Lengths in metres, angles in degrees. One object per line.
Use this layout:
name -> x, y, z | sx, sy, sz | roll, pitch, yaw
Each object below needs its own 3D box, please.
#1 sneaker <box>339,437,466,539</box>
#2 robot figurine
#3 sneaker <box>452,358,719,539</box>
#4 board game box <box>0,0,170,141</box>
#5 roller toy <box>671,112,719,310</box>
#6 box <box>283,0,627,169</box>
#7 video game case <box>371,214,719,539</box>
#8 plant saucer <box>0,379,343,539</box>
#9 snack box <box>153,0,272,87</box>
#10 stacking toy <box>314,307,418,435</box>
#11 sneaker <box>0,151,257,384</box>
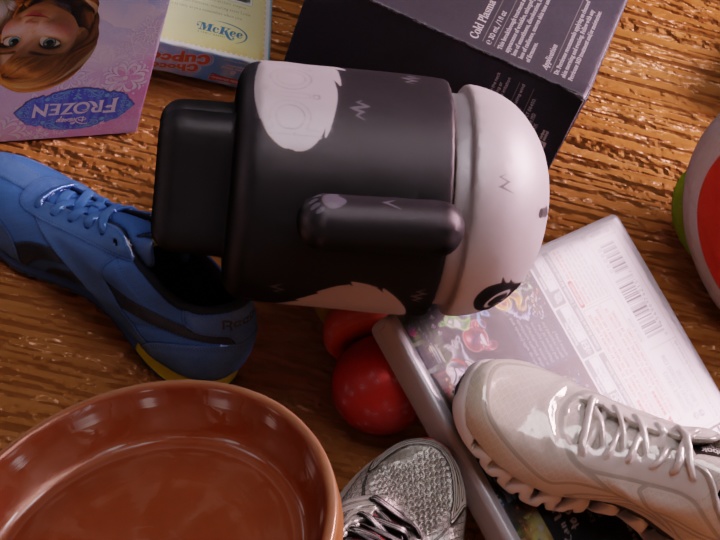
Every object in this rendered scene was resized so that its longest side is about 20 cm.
sneaker -> 0.004, 0.156, 0.875 | 0.078, 0.082, 0.200 | 27, 50, 4
robot figurine -> -0.005, -0.038, 0.930 | 0.200, 0.125, 0.150 | 5, 51, -7
sneaker -> 0.141, 0.096, 0.937 | 0.200, 0.081, 0.075 | 28, 58, -13
board game box -> -0.202, -0.151, 1.002 | 0.200, 0.200, 0.041 | -7, 52, -25
roller toy -> 0.303, -0.039, 1.104 | 0.140, 0.183, 0.200 | -29, 64, -39
box -> 0.070, -0.168, 1.189 | 0.182, 0.104, 0.200 | 26, 45, 2
video game case -> 0.123, 0.084, 0.995 | 0.182, 0.023, 0.200 | -23, 80, -36
plant saucer -> -0.104, 0.133, 0.848 | 0.200, 0.032, 0.200 | -10, 40, 9
snack box -> -0.152, -0.188, 1.133 | 0.200, 0.037, 0.116 | 11, 64, -21
stacking toy -> 0.000, 0.000, 1.030 | 0.085, 0.085, 0.200 | 3, 52, -19
sneaker -> -0.135, -0.018, 0.993 | 0.200, 0.079, 0.066 | 36, 49, 15
